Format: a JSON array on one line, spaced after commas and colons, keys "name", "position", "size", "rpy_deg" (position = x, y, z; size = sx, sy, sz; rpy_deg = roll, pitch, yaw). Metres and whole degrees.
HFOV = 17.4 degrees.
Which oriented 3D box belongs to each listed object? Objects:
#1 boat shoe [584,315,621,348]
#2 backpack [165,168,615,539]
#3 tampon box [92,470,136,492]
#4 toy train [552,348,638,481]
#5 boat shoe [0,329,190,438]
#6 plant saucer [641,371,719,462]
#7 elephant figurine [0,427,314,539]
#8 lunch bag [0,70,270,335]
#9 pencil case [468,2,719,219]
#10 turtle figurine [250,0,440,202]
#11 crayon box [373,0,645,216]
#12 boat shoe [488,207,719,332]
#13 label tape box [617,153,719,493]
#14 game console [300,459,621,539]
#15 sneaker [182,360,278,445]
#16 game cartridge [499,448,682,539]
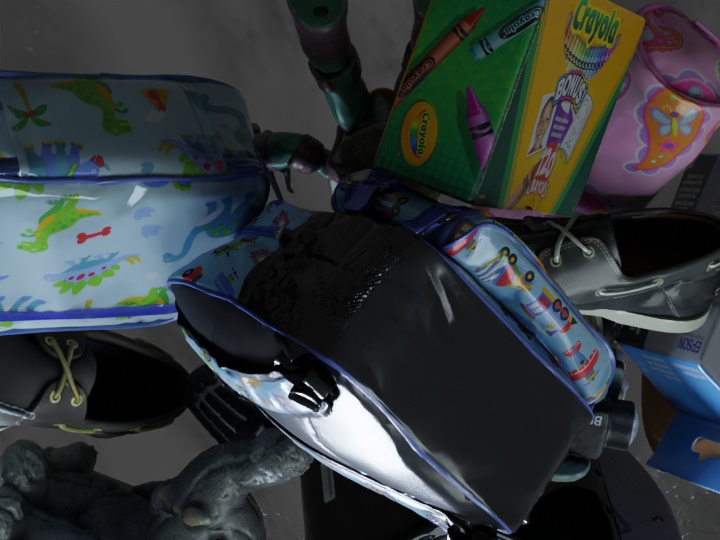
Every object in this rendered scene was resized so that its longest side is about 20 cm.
[{"name": "boat shoe", "position": [0.142, 0.027, 1.572], "size": [0.066, 0.074, 0.199], "rpy_deg": [-59, 157, -22]}, {"name": "backpack", "position": [0.005, 0.034, 1.210], "size": [0.135, 0.200, 0.183], "rpy_deg": [-53, 125, -11]}, {"name": "tampon box", "position": [-0.172, 0.241, 1.608], "size": [0.126, 0.150, 0.200], "rpy_deg": [-33, 150, 18]}, {"name": "toy train", "position": [0.075, 0.067, 1.474], "size": [0.200, 0.114, 0.085], "rpy_deg": [9, 120, 1]}, {"name": "boat shoe", "position": [-0.176, 0.060, 1.378], "size": [0.061, 0.072, 0.201], "rpy_deg": [-10, 167, 31]}, {"name": "plant saucer", "position": [0.242, 0.039, 1.537], "size": [0.032, 0.200, 0.200], "rpy_deg": [22, 132, -21]}, {"name": "elephant figurine", "position": [-0.117, 0.170, 1.407], "size": [0.200, 0.142, 0.155], "rpy_deg": [1, 168, 10]}, {"name": "lunch bag", "position": [-0.157, -0.030, 1.251], "size": [0.200, 0.082, 0.161], "rpy_deg": [-1, 147, -32]}, {"name": "pencil case", "position": [0.142, -0.068, 1.398], "size": [0.087, 0.087, 0.200], "rpy_deg": [0, 144, -35]}, {"name": "turtle figurine", "position": [0.012, -0.080, 1.277], "size": [0.150, 0.101, 0.200], "rpy_deg": [-17, 144, -13]}, {"name": "crayon box", "position": [0.081, -0.095, 1.215], "size": [0.200, 0.058, 0.119], "rpy_deg": [1, 110, -70]}, {"name": "boat shoe", "position": [0.119, -0.012, 1.343], "size": [0.200, 0.072, 0.068], "rpy_deg": [4, 141, -19]}, {"name": "label tape box", "position": [0.219, 0.029, 1.451], "size": [0.066, 0.200, 0.143], "rpy_deg": [24, 178, -14]}, {"name": "game console", "position": [0.062, 0.150, 1.548], "size": [0.176, 0.200, 0.116], "rpy_deg": [-28, 116, 10]}, {"name": "sneaker", "position": [-0.033, 0.046, 1.385], "size": [0.200, 0.074, 0.081], "rpy_deg": [-42, 179, 44]}, {"name": "game cartridge", "position": [0.132, 0.158, 1.588], "size": [0.133, 0.200, 0.041], "rpy_deg": [-13, 121, -15]}]
